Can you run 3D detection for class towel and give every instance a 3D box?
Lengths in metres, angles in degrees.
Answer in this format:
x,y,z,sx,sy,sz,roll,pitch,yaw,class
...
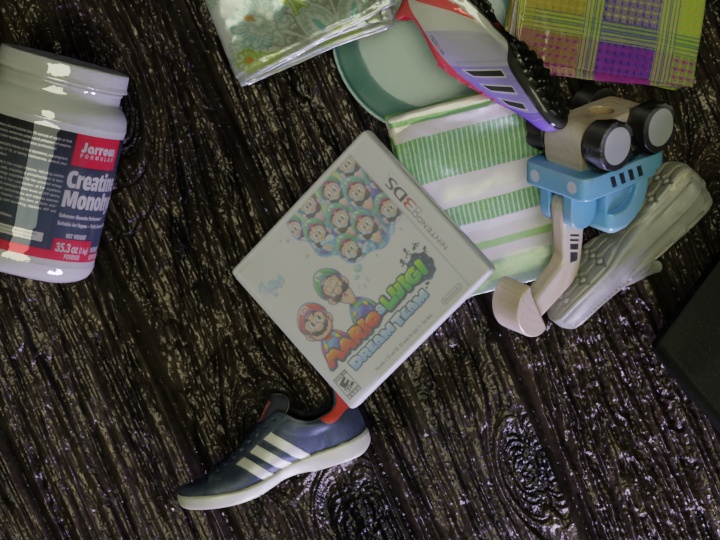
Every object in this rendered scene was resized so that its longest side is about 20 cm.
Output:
x,y,z,sx,sy,sz,roll,pitch,yaw,class
0.116,-0.073,1.605,0.152,0.023,0.201,-16,110,1,towel
-0.073,-0.293,1.562,0.170,0.048,0.201,-22,87,10,towel
0.234,-0.253,1.585,0.199,0.023,0.145,5,97,-15,towel

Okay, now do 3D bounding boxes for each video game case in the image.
x,y,z,sx,sy,sz,roll,pitch,yaw,class
0.000,0.000,1.591,0.182,0.024,0.200,48,109,9,video game case

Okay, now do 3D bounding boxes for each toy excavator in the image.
x,y,z,sx,sy,sz,roll,pitch,yaw,class
0.206,-0.055,1.569,0.194,0.100,0.201,-22,119,-35,toy excavator

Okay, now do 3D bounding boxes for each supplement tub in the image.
x,y,z,sx,sy,sz,roll,pitch,yaw,class
-0.299,-0.100,1.559,0.139,0.140,0.201,14,97,-2,supplement tub

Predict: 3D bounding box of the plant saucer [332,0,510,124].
x,y,z,sx,sy,sz,roll,pitch,yaw,class
0.070,-0.231,1.599,0.198,0.036,0.202,0,97,-1,plant saucer

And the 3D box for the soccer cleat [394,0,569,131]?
x,y,z,sx,sy,sz,roll,pitch,yaw,class
0.114,-0.195,1.540,0.073,0.068,0.200,-44,76,23,soccer cleat

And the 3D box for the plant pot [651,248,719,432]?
x,y,z,sx,sy,sz,roll,pitch,yaw,class
0.386,0.070,1.573,0.177,0.200,0.200,37,96,8,plant pot

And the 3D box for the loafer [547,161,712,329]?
x,y,z,sx,sy,sz,roll,pitch,yaw,class
0.264,-0.015,1.610,0.200,0.070,0.070,-46,116,3,loafer

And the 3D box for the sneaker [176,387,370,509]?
x,y,z,sx,sy,sz,roll,pitch,yaw,class
-0.094,0.168,1.631,0.199,0.075,0.085,-22,99,-8,sneaker
